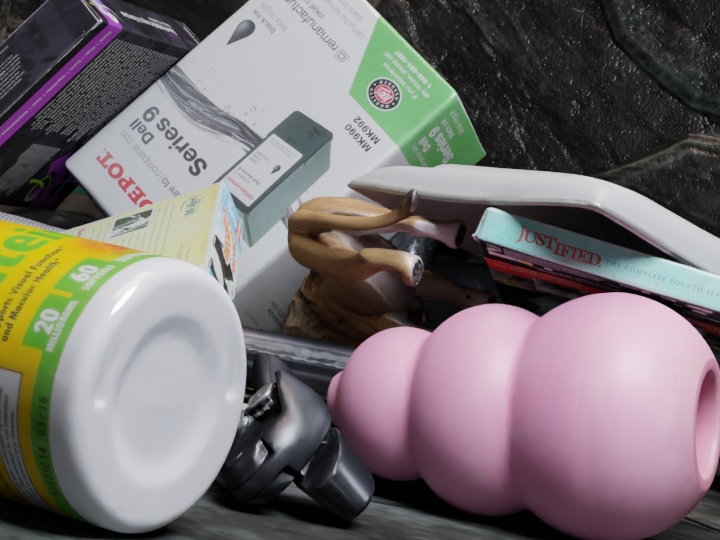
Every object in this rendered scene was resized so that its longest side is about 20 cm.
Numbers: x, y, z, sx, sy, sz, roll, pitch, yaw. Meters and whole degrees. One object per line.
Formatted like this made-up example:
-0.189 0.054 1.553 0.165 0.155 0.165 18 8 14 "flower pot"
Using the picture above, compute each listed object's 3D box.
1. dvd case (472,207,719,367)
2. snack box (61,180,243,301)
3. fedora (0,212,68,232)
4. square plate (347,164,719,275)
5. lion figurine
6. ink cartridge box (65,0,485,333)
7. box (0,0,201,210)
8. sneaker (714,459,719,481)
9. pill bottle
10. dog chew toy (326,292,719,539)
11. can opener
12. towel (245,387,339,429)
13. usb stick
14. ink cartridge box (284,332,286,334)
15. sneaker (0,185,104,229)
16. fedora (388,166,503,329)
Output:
0.140 0.016 1.302 0.145 0.022 0.200 17 -10 12 "dvd case"
-0.125 0.016 1.273 0.115 0.037 0.200 -17 20 7 "snack box"
-0.224 0.016 1.455 0.175 0.091 0.200 12 -5 -3 "fedora"
0.124 -0.015 1.304 0.197 0.029 0.199 25 -10 -38 "square plate"
0.000 0.000 1.327 0.122 0.073 0.200 16 -28 22 "lion figurine"
-0.050 -0.065 1.433 0.146 0.200 0.084 46 -4 26 "ink cartridge box"
-0.173 -0.096 1.401 0.036 0.143 0.200 50 10 11 "box"
0.211 0.111 1.635 0.082 0.071 0.199 -16 16 -22 "sneaker"
-0.156 0.035 1.020 0.199 0.112 0.111 12 3 34 "pill bottle"
0.079 0.071 1.226 0.198 0.126 0.124 3 -1 22 "dog chew toy"
-0.048 0.079 1.185 0.063 0.079 0.200 -35 14 -5 "can opener"
-0.048 0.082 1.379 0.132 0.035 0.200 13 3 13 "towel"
-0.017 0.055 1.311 0.198 0.033 0.055 12 -7 -3 "usb stick"
-0.036 0.049 1.612 0.199 0.085 0.145 9 2 -44 "ink cartridge box"
-0.201 -0.045 1.551 0.199 0.071 0.080 14 -20 -1 "sneaker"
0.053 0.030 1.525 0.091 0.202 0.200 -6 -8 37 "fedora"
